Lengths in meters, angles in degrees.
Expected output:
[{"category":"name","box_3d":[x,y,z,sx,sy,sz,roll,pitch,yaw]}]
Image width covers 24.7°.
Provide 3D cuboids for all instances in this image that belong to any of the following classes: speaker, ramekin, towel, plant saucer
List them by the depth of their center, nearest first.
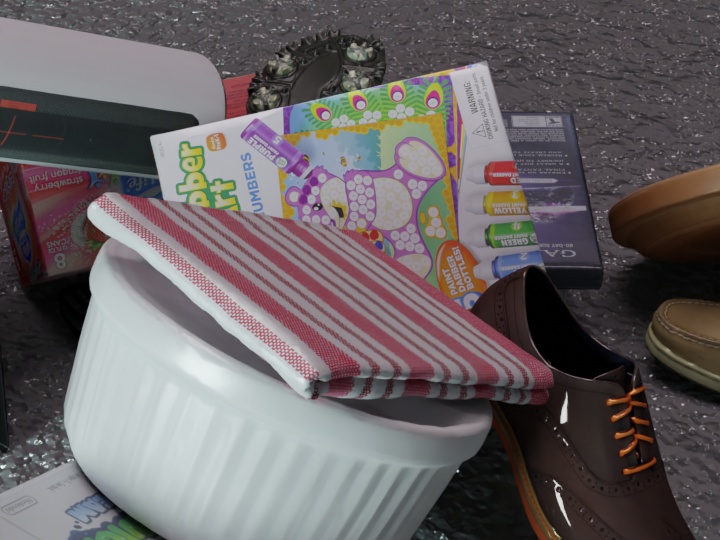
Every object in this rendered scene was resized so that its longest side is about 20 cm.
[{"category":"towel","box_3d":[-0.014,0.019,0.750,0.146,0.030,0.200,36,16,33]},{"category":"ramekin","box_3d":[-0.046,0.066,0.771,0.202,0.094,0.202,24,11,-5]},{"category":"speaker","box_3d":[-0.177,-0.098,0.928,0.200,0.081,0.081,5,20,-44]},{"category":"plant saucer","box_3d":[0.256,-0.037,1.029,0.200,0.032,0.200,-7,-10,-1]}]

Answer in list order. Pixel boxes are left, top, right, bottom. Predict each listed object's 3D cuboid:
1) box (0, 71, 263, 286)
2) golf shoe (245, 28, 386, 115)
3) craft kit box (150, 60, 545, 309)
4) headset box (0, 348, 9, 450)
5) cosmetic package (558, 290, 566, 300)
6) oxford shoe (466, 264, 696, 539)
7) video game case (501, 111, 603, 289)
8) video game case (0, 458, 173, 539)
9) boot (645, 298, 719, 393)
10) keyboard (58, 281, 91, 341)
[{"category":"box","box_3d":[-0.129,-0.060,1.074,0.200,0.103,0.095,-15,0,-23]},{"category":"golf shoe","box_3d":[-0.039,-0.066,1.028,0.077,0.088,0.200,14,56,17]},{"category":"craft kit box","box_3d":[0.000,0.000,0.910,0.197,0.049,0.200,-14,74,-2]},{"category":"headset box","box_3d":[-0.254,-0.007,0.961,0.075,0.149,0.200,-6,30,-14]},{"category":"cosmetic package","box_3d":[0.062,-0.036,1.089,0.101,0.071,0.200,-6,30,-9]},{"category":"oxford shoe","box_3d":[0.116,0.088,0.809,0.071,0.073,0.200,-19,67,-46]},{"category":"video game case","box_3d":[0.069,-0.048,1.021,0.143,0.019,0.200,1,32,1]},{"category":"video game case","box_3d":[-0.061,0.136,0.722,0.182,0.024,0.200,27,11,12]},{"category":"boot","box_3d":[0.267,0.004,0.937,0.200,0.155,0.072,12,32,19]},{"category":"keyboard","box_3d":[-0.086,0.016,1.050,0.200,0.021,0.127,-15,33,-23]}]
